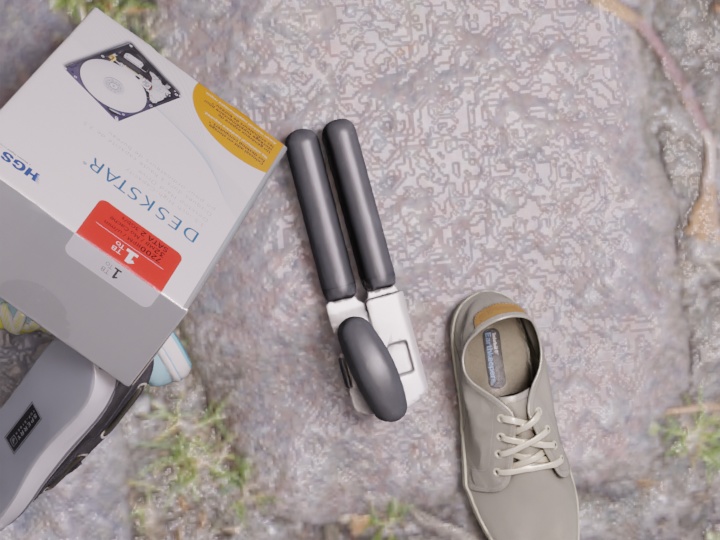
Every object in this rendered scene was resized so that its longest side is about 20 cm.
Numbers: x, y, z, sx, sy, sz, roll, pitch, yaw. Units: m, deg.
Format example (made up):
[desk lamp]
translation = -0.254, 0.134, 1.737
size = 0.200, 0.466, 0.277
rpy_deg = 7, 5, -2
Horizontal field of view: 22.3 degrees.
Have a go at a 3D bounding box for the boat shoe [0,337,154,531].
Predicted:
[boat shoe]
translation = -0.197, 0.103, 1.140
size = 0.200, 0.066, 0.070
rpy_deg = -49, 61, 30

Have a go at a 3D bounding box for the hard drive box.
[hard drive box]
translation = -0.151, -0.049, 1.105
size = 0.156, 0.200, 0.077
rpy_deg = 35, 125, -8

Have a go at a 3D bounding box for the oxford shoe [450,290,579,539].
[oxford shoe]
translation = 0.104, 0.112, 1.220
size = 0.075, 0.058, 0.200
rpy_deg = -13, 94, -12

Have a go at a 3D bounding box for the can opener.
[can opener]
translation = 0.000, 0.000, 1.197
size = 0.053, 0.067, 0.200
rpy_deg = -15, 93, -10

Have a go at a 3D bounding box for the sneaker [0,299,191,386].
[sneaker]
translation = -0.212, 0.027, 1.158
size = 0.131, 0.080, 0.200
rpy_deg = -44, 87, -9
